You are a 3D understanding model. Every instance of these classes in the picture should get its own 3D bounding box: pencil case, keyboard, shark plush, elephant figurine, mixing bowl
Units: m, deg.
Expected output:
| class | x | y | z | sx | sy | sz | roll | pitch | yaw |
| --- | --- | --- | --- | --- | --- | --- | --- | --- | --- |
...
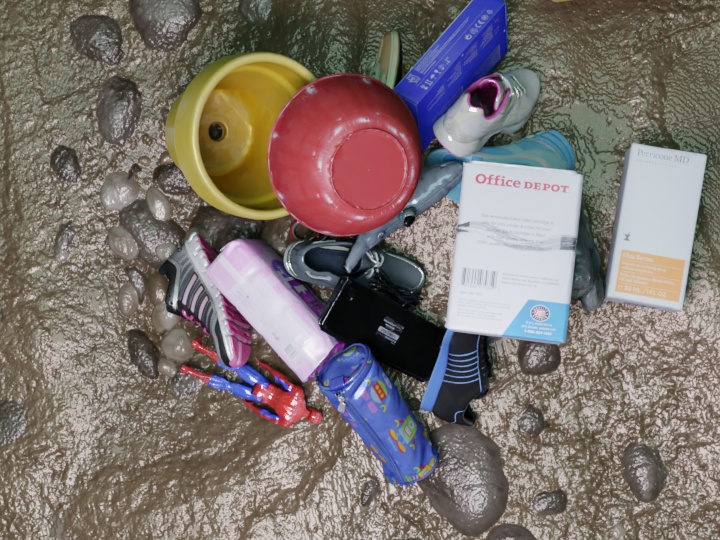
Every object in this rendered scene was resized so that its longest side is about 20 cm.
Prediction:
| class | x | y | z | sx | sy | sz | roll | pitch | yaw |
| --- | --- | --- | --- | --- | --- | --- | --- | --- | --- |
| pencil case | 0.023 | 0.188 | 1.605 | 0.077 | 0.087 | 0.201 | -17 | 119 | 34 |
| keyboard | 0.035 | 0.064 | 1.636 | 0.199 | 0.040 | 0.105 | 30 | 92 | -35 |
| shark plush | 0.044 | -0.080 | 1.607 | 0.199 | 0.083 | 0.092 | -34 | 121 | -24 |
| elephant figurine | 0.206 | 0.005 | 1.628 | 0.197 | 0.142 | 0.157 | -10 | 56 | 20 |
| mixing bowl | -0.004 | -0.129 | 1.500 | 0.197 | 0.108 | 0.203 | -4 | 104 | -16 |

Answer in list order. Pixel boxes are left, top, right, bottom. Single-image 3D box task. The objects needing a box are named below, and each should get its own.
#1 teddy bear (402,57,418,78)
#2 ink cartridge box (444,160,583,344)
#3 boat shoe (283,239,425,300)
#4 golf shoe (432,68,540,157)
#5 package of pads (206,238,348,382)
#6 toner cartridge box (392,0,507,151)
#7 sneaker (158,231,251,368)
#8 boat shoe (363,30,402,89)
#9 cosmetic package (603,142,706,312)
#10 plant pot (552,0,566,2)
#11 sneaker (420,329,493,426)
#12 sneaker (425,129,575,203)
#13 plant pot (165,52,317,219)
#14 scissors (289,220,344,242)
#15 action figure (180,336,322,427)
| class | x | y | z | sx | sy | sz | roll | pitch | yaw |
| --- | --- | --- | --- | --- | --- | --- | --- | --- | --- |
| teddy bear | 0.030 | -0.199 | 1.687 | 0.145 | 0.067 | 0.200 | 41 | 81 | 2 |
| ink cartridge box | 0.185 | -0.020 | 1.516 | 0.143 | 0.084 | 0.203 | 7 | 86 | 8 |
| boat shoe | 0.000 | 0.000 | 1.644 | 0.197 | 0.062 | 0.074 | 11 | 84 | -18 |
| golf shoe | 0.179 | -0.218 | 1.618 | 0.075 | 0.092 | 0.199 | 44 | 52 | 10 |
| package of pads | -0.104 | 0.047 | 1.647 | 0.076 | 0.120 | 0.200 | -44 | 83 | 12 |
| toner cartridge box | 0.118 | -0.258 | 1.626 | 0.043 | 0.095 | 0.200 | 30 | 66 | 24 |
| sneaker | -0.211 | 0.051 | 1.675 | 0.087 | 0.074 | 0.202 | -30 | 67 | 12 |
| boat shoe | 0.014 | -0.213 | 1.617 | 0.062 | 0.073 | 0.204 | 9 | 84 | 7 |
| cosmetic package | 0.381 | -0.054 | 1.635 | 0.100 | 0.071 | 0.203 | 9 | 87 | 6 |
| plant pot | 0.316 | -0.438 | 1.615 | 0.186 | 0.200 | 0.204 | -17 | 85 | 18 |
| sneaker | 0.140 | 0.111 | 1.621 | 0.077 | 0.070 | 0.202 | 21 | 122 | 7 |
| sneaker | 0.193 | -0.140 | 1.663 | 0.198 | 0.130 | 0.081 | 13 | 123 | 37 |
| plant pot | -0.157 | -0.175 | 1.610 | 0.198 | 0.188 | 0.204 | -5 | 100 | -28 |
| scissors | -0.012 | -0.087 | 1.704 | 0.199 | 0.014 | 0.073 | -40 | 76 | -1 |
| action figure | -0.140 | 0.155 | 1.682 | 0.198 | 0.052 | 0.066 | 27 | 93 | 7 |
